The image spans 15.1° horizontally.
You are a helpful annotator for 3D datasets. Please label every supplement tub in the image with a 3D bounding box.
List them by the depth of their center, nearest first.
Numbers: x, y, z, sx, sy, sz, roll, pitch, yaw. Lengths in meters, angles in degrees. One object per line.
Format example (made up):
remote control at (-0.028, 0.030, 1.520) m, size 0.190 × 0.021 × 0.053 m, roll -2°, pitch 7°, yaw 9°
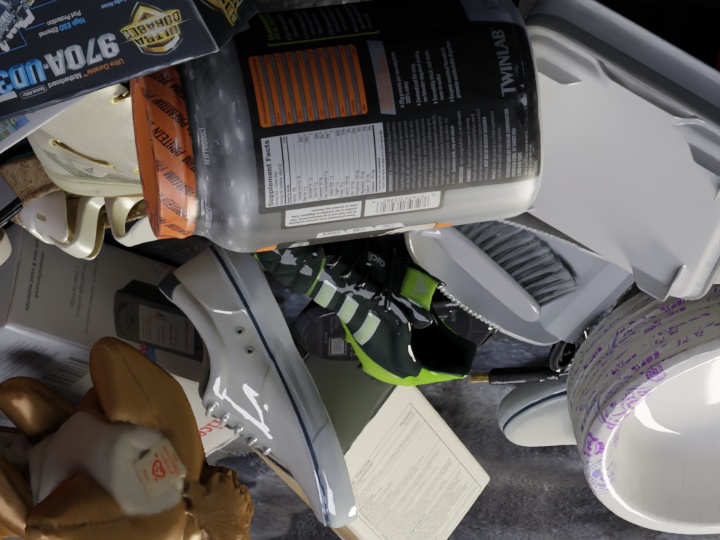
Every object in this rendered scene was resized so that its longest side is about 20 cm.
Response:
supplement tub at (-0.014, -0.076, 1.401) m, size 0.200 × 0.123 × 0.123 m, roll -7°, pitch 156°, yaw -10°

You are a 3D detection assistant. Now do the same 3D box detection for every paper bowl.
paper bowl at (0.225, 0.066, 1.673) m, size 0.200 × 0.105 × 0.201 m, roll -8°, pitch 141°, yaw -6°

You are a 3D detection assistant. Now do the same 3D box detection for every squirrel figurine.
squirrel figurine at (-0.175, 0.147, 1.736) m, size 0.200 × 0.142 × 0.186 m, roll 29°, pitch 151°, yaw -35°

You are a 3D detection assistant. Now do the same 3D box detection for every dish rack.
dish rack at (0.139, -0.059, 1.469) m, size 0.171 × 0.044 × 0.200 m, roll 32°, pitch 154°, yaw 8°

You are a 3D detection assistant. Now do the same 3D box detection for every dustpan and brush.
dustpan and brush at (0.056, -0.022, 1.613) m, size 0.200 × 0.057 × 0.140 m, roll 39°, pitch 152°, yaw 1°

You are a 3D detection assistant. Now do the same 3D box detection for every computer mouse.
computer mouse at (0.058, 0.032, 1.749) m, size 0.199 × 0.046 × 0.141 m, roll -7°, pitch 150°, yaw 1°

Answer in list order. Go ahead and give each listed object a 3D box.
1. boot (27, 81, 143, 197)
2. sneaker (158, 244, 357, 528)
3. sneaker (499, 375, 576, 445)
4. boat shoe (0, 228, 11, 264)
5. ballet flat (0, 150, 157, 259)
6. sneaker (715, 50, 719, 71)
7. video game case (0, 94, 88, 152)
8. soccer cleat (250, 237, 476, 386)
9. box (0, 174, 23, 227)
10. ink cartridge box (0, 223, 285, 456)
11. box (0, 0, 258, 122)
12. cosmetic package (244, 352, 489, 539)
boot at (-0.112, -0.102, 1.478) m, size 0.200 × 0.072 × 0.155 m, roll -2°, pitch 151°, yaw 21°
sneaker at (-0.066, 0.078, 1.719) m, size 0.071 × 0.200 × 0.073 m, roll -25°, pitch -173°, yaw -4°
sneaker at (0.182, 0.103, 1.816) m, size 0.200 × 0.071 × 0.073 m, roll -11°, pitch 150°, yaw 30°
boat shoe at (-0.307, -0.032, 1.667) m, size 0.200 × 0.072 × 0.060 m, roll 4°, pitch 125°, yaw 30°
ballet flat at (-0.152, -0.043, 1.609) m, size 0.200 × 0.065 × 0.070 m, roll -15°, pitch 148°, yaw 37°
sneaker at (0.227, -0.093, 1.425) m, size 0.085 × 0.077 × 0.200 m, roll 25°, pitch 148°, yaw -24°
video game case at (-0.219, -0.128, 1.423) m, size 0.143 × 0.018 × 0.200 m, roll 51°, pitch 138°, yaw -11°
soccer cleat at (0.000, 0.000, 1.610) m, size 0.081 × 0.068 × 0.200 m, roll -2°, pitch 144°, yaw 38°
box at (-0.289, -0.066, 1.399) m, size 0.199 × 0.050 × 0.200 m, roll 53°, pitch 141°, yaw -3°
ink cartridge box at (-0.171, 0.052, 1.785) m, size 0.200 × 0.086 × 0.148 m, roll 19°, pitch 150°, yaw -28°
box at (-0.170, -0.158, 1.313) m, size 0.200 × 0.046 × 0.159 m, roll -15°, pitch 113°, yaw 35°
cosmetic package at (0.007, 0.130, 1.863) m, size 0.071 × 0.105 × 0.200 m, roll 33°, pitch 169°, yaw 31°
